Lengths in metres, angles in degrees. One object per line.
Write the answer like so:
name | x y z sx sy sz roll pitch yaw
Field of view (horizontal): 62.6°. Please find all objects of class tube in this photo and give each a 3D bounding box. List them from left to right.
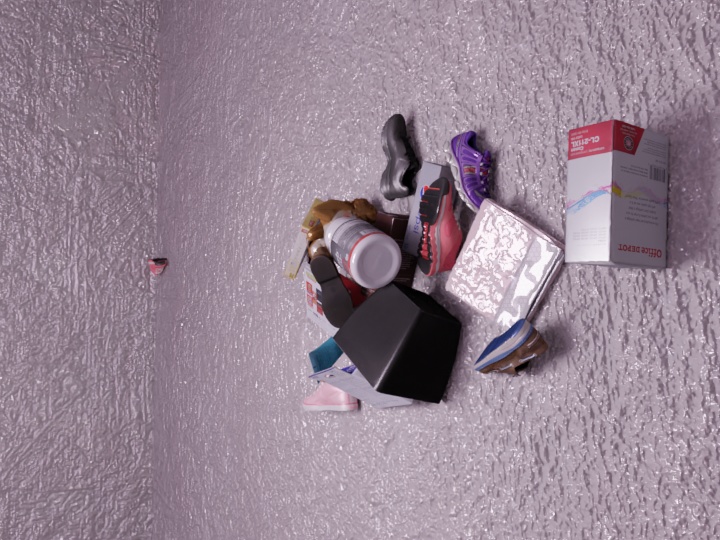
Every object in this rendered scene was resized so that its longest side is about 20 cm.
tube | -0.076 0.205 1.489 0.050 0.200 0.078 -18 99 25

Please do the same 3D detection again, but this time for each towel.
towel | 0.265 -0.004 1.110 0.190 0.032 0.202 39 118 34

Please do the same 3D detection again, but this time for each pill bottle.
pill bottle | -0.001 -0.046 1.284 0.200 0.114 0.118 40 119 61

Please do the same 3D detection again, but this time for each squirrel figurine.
squirrel figurine | -0.049 -0.097 1.515 0.142 0.200 0.187 46 149 6

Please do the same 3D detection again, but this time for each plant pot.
plant pot | 0.095 0.140 1.255 0.179 0.198 0.200 -60 41 13

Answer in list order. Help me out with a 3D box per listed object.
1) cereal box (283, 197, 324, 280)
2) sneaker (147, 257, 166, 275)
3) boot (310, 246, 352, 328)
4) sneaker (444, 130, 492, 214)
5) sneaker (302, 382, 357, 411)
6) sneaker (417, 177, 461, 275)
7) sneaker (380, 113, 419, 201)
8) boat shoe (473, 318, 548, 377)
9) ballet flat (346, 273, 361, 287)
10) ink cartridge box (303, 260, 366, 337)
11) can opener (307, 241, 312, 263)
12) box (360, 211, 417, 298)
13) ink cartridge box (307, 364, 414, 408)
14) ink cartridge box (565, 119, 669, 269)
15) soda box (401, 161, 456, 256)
cereal box | -0.159 -0.089 1.686 0.145 0.039 0.201 -71 6 -49
sneaker | -1.023 -0.017 3.007 0.199 0.073 0.088 5 104 59
boot | -0.062 0.038 1.355 0.076 0.072 0.202 -94 -11 -63
sneaker | 0.231 -0.194 1.182 0.083 0.080 0.203 -29 67 30
sneaker | -0.084 0.320 1.584 0.199 0.075 0.106 -14 80 46
sneaker | 0.171 -0.092 1.228 0.074 0.086 0.203 34 123 59
sneaker | 0.100 -0.267 1.393 0.090 0.075 0.204 3 96 46
boat shoe | 0.270 0.159 1.078 0.072 0.072 0.200 39 155 6
ballet flat | 0.000 0.000 1.504 0.201 0.069 0.070 -58 44 35
ink cartridge box | -0.053 0.074 1.485 0.199 0.083 0.178 33 136 42
can opener | -0.127 -0.040 1.698 0.063 0.078 0.202 46 133 37
box | 0.074 -0.028 1.368 0.075 0.099 0.203 31 112 52
ink cartridge box | 0.000 0.252 1.337 0.199 0.198 0.041 -34 32 63
ink cartridge box | 0.383 -0.106 0.885 0.082 0.144 0.204 0 87 56
soda box | 0.155 -0.129 1.292 0.068 0.063 0.203 30 111 54
